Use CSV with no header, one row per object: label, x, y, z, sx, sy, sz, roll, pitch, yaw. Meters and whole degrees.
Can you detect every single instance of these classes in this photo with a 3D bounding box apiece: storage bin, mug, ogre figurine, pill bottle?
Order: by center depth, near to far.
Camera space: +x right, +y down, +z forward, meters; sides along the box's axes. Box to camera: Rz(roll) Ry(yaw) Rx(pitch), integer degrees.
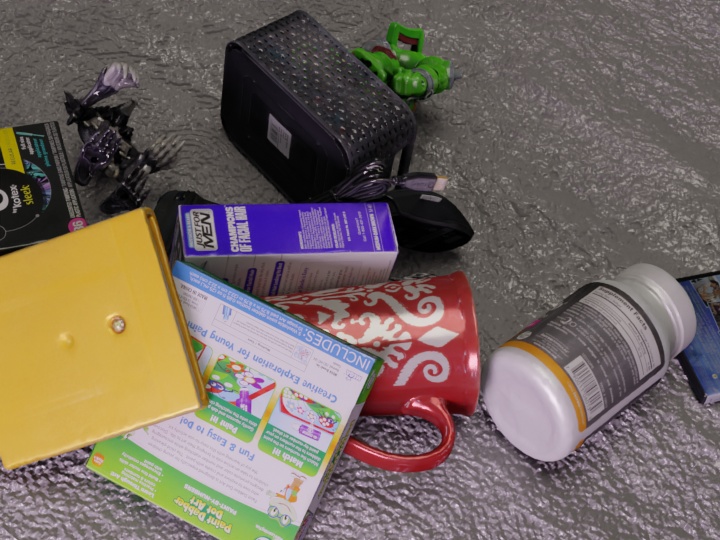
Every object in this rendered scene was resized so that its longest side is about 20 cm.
mug,0.003,0.083,1.396,0.197,0.135,0.178,-3,30,-7
pill bottle,0.216,0.080,1.449,0.199,0.117,0.116,-32,62,-31
storage bin,-0.047,-0.150,1.581,0.093,0.136,0.200,-31,61,-30
ogre figurine,0.023,-0.213,1.657,0.119,0.199,0.099,-10,90,-41

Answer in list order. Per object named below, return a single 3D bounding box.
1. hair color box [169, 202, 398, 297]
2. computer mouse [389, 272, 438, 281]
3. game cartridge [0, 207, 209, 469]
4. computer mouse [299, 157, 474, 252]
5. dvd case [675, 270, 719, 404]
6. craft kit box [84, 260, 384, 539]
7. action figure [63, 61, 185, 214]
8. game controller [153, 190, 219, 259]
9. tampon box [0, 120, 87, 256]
hair color box,-0.075,-0.007,1.440,0.198,0.110,0.065,-2,56,-16
computer mouse,0.000,0.000,1.540,0.198,0.034,0.059,22,61,0
game cartridge,-0.245,0.060,1.326,0.198,0.032,0.178,-17,87,14
computer mouse,0.047,-0.070,1.494,0.198,0.140,0.047,11,65,-36
dvd case,0.401,0.056,1.563,0.198,0.018,0.144,-10,53,-16
craft kit box,-0.108,0.123,1.331,0.198,0.048,0.199,26,91,12
action figure,-0.233,-0.133,1.527,0.102,0.119,0.200,-36,26,10
game controller,-0.173,0.005,1.504,0.103,0.042,0.201,25,50,-7
tampon box,-0.362,-0.032,1.438,0.198,0.127,0.151,-11,53,-18
